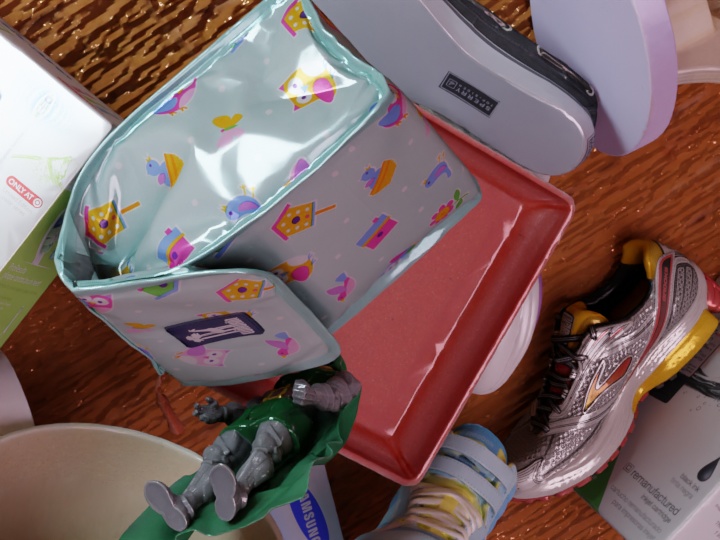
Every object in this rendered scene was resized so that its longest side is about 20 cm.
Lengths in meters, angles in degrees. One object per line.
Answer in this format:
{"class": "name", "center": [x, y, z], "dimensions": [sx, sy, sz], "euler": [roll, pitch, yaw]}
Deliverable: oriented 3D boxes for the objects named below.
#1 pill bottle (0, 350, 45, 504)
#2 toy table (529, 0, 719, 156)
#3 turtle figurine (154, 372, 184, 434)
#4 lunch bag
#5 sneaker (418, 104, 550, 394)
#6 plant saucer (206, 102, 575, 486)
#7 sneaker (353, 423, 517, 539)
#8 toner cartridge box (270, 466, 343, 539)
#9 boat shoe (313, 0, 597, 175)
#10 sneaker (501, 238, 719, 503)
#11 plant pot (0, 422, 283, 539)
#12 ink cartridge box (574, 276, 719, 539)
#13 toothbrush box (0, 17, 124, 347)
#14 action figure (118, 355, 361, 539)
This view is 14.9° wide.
{"class": "pill bottle", "center": [-0.286, 0.116, 1.547], "dimensions": [0.200, 0.114, 0.114], "euler": [-18, 121, -19]}
{"class": "toy table", "center": [0.183, -0.156, 1.624], "dimensions": [0.117, 0.200, 0.184], "euler": [-27, 83, -14]}
{"class": "turtle figurine", "center": [-0.104, -0.013, 1.607], "dimensions": [0.161, 0.064, 0.200], "euler": [-35, 123, -16]}
{"class": "lunch bag", "center": [-0.054, -0.029, 1.455], "dimensions": [0.200, 0.122, 0.170], "euler": [-44, 153, 0]}
{"class": "sneaker", "center": [0.063, -0.022, 1.692], "dimensions": [0.099, 0.075, 0.201], "euler": [-2, 106, -19]}
{"class": "plant saucer", "center": [0.000, 0.000, 1.604], "dimensions": [0.200, 0.037, 0.200], "euler": [28, 93, -30]}
{"class": "sneaker", "center": [0.047, 0.147, 1.674], "dimensions": [0.079, 0.200, 0.131], "euler": [31, 80, 1]}
{"class": "toner cartridge box", "center": [-0.054, 0.205, 1.753], "dimensions": [0.095, 0.043, 0.200], "euler": [-24, 122, -16]}
{"class": "boat shoe", "center": [0.054, -0.130, 1.615], "dimensions": [0.200, 0.057, 0.069], "euler": [36, 129, -8]}
{"class": "sneaker", "center": [0.143, 0.063, 1.773], "dimensions": [0.082, 0.078, 0.200], "euler": [43, 82, -30]}
{"class": "plant pot", "center": [-0.155, 0.219, 1.517], "dimensions": [0.187, 0.187, 0.200], "euler": [0, 126, -27]}
{"class": "ink cartridge box", "center": [0.242, 0.103, 1.793], "dimensions": [0.200, 0.147, 0.083], "euler": [-47, 124, -1]}
{"class": "toothbrush box", "center": [-0.233, -0.037, 1.470], "dimensions": [0.200, 0.146, 0.086], "euler": [-51, 167, 3]}
{"class": "action figure", "center": [-0.050, 0.088, 1.504], "dimensions": [0.118, 0.200, 0.055], "euler": [-13, 104, 25]}
